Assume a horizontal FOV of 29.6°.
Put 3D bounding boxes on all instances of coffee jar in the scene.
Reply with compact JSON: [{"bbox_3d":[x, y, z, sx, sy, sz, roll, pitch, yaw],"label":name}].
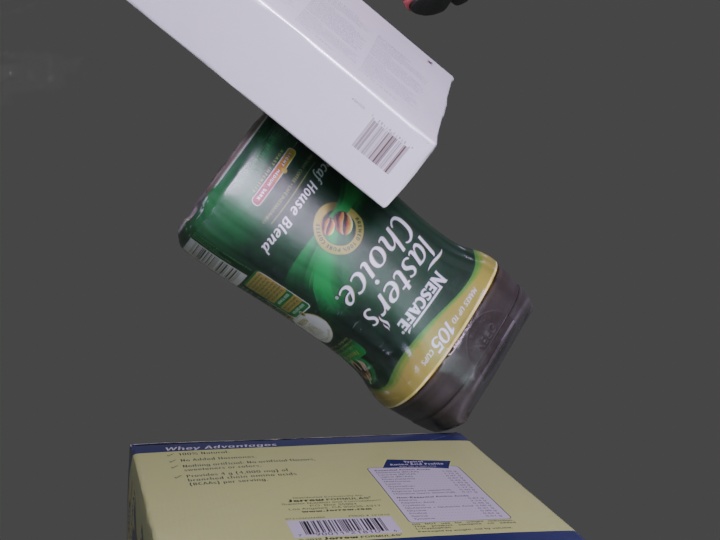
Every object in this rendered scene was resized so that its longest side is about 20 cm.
[{"bbox_3d":[0.000,0.000,0.787,0.199,0.085,0.105,38,69,-8],"label":"coffee jar"}]

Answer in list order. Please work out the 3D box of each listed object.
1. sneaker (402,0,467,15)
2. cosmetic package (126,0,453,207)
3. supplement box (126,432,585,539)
[{"bbox_3d":[0.101,-0.238,0.858,0.198,0.074,0.088,-26,88,-18],"label":"sneaker"},{"bbox_3d":[-0.041,-0.136,0.765,0.199,0.151,0.052,39,113,-7],"label":"cosmetic package"},{"bbox_3d":[-0.014,0.173,0.681,0.197,0.200,0.137,0,98,-13],"label":"supplement box"}]
